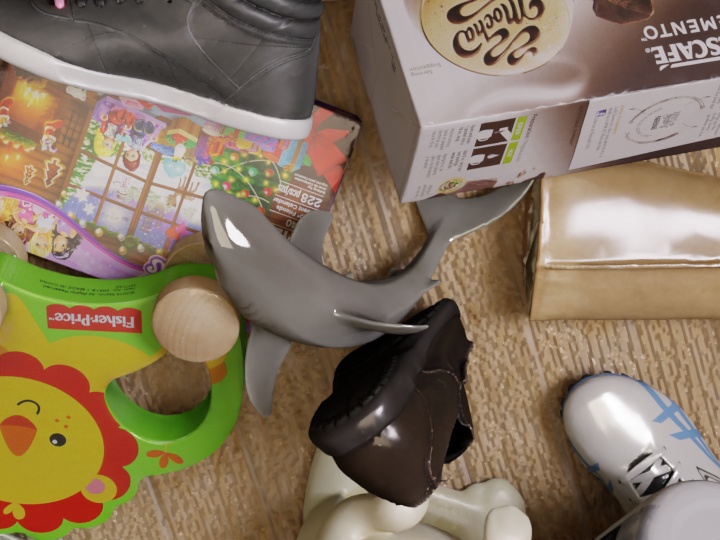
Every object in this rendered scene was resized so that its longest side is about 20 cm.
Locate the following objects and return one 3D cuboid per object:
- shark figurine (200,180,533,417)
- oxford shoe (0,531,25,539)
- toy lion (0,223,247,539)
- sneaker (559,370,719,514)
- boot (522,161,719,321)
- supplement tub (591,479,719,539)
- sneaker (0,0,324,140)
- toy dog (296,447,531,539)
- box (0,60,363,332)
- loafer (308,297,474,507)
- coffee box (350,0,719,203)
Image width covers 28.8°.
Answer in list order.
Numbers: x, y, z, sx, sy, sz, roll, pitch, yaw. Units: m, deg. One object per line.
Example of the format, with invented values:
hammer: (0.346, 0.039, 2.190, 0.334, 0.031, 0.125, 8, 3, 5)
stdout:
shark figurine: (0.013, 0.010, 0.750, 0.214, 0.089, 0.129, -13, 105, -46)
oxford shoe: (-0.233, 0.188, 0.828, 0.199, 0.058, 0.076, 15, 104, -5)
toy lion: (-0.164, 0.072, 0.791, 0.199, 0.069, 0.193, 2, 121, -1)
sneaker: (0.195, 0.143, 0.845, 0.072, 0.072, 0.200, -38, 100, 5)
boot: (0.194, 0.023, 0.828, 0.199, 0.066, 0.176, 3, 89, -6)
supplement tub: (0.154, 0.213, 0.791, 0.122, 0.123, 0.200, 29, 136, -9)
sneaker: (-0.109, -0.140, 0.721, 0.199, 0.071, 0.100, 13, 108, -13)
toy dog: (0.017, 0.197, 0.776, 0.139, 0.200, 0.194, 30, 97, -9)
box: (-0.114, -0.058, 0.796, 0.199, 0.039, 0.137, 20, 100, -8)
loafer: (0.025, 0.075, 0.755, 0.073, 0.200, 0.072, -31, 95, 21)
coffee box: (0.106, -0.116, 0.744, 0.199, 0.080, 0.114, -10, 65, -11)
